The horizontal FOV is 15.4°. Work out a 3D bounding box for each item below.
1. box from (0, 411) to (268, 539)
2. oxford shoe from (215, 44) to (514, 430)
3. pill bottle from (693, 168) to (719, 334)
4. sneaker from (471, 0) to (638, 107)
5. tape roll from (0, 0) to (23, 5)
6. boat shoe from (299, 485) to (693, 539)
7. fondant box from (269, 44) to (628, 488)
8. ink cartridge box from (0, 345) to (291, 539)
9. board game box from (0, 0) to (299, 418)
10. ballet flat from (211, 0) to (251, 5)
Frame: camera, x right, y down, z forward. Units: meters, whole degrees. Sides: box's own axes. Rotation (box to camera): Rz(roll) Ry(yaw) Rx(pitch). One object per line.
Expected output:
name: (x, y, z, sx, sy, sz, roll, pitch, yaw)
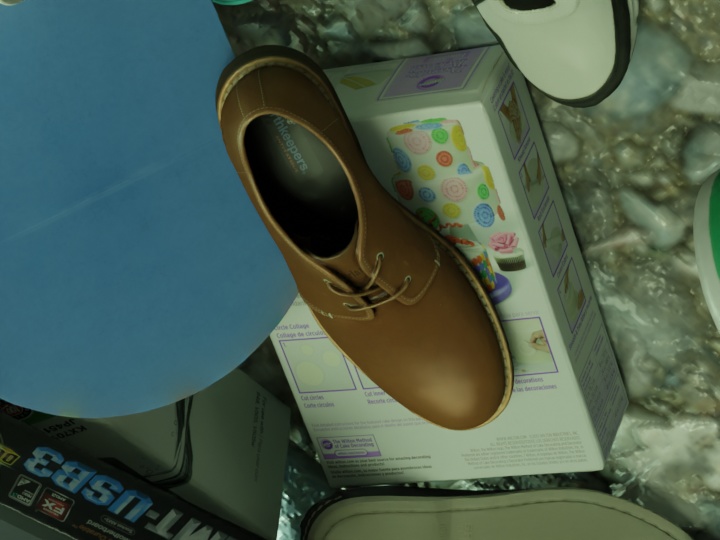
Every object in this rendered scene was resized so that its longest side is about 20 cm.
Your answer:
box: (-0.131, 0.155, 1.243, 0.200, 0.050, 0.199, 26, 144, 0)
oxford shoe: (0.000, 0.000, 1.146, 0.071, 0.071, 0.200, -33, 111, 11)
pill bottle: (0.246, -0.024, 1.084, 0.200, 0.113, 0.113, -24, 112, 32)
sneaker: (0.055, -0.147, 1.098, 0.074, 0.080, 0.200, -13, 119, 27)
tape roll: (-0.161, -0.223, 1.051, 0.139, 0.203, 0.203, 26, 129, 4)
boat shoe: (0.067, 0.133, 1.289, 0.200, 0.063, 0.073, 6, 96, -13)
fondant box: (0.026, 0.002, 1.227, 0.144, 0.058, 0.200, -6, 122, 26)
ink cartridge box: (-0.148, 0.072, 1.282, 0.147, 0.083, 0.200, -18, 140, 31)
board game box: (-0.118, -0.036, 1.165, 0.158, 0.039, 0.200, -27, 109, -12)
ballet flat: (-0.032, -0.187, 1.101, 0.067, 0.070, 0.200, 21, 149, -1)
